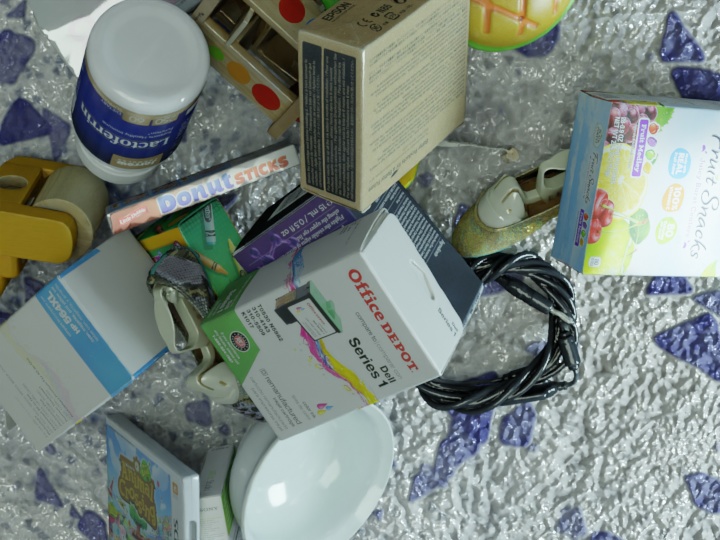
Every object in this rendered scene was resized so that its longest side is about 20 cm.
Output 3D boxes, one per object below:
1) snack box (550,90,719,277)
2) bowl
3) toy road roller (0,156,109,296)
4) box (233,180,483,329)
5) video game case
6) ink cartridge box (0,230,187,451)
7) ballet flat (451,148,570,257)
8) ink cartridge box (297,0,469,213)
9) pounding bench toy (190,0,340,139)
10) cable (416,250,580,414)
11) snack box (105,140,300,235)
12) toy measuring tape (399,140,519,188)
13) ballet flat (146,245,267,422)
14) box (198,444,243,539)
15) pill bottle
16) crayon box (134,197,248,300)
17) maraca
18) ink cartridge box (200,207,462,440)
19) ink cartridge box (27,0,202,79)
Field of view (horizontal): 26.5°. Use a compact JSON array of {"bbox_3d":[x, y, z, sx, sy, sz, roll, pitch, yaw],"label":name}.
[{"bbox_3d":[0.298,-0.083,1.498,0.197,0.068,0.171,0,107,-26],"label":"snack box"},{"bbox_3d":[-0.067,0.204,1.597,0.200,0.090,0.203,-24,130,-33],"label":"bowl"},{"bbox_3d":[-0.362,-0.032,1.562,0.197,0.123,0.148,7,120,2],"label":"toy road roller"},{"bbox_3d":[0.000,0.000,1.509,0.147,0.105,0.200,-34,103,34],"label":"box"},{"bbox_3d":[-0.219,0.267,1.600,0.022,0.199,0.185,-8,107,-30],"label":"video game case"},{"bbox_3d":[-0.289,0.076,1.548,0.199,0.129,0.126,-35,95,35],"label":"ink cartridge box"},{"bbox_3d":[0.176,-0.079,1.541,0.198,0.071,0.071,-23,102,6],"label":"ballet flat"},{"bbox_3d":[0.024,-0.176,1.403,0.074,0.200,0.167,20,129,24],"label":"ink cartridge box"},{"bbox_3d":[-0.055,-0.240,1.432,0.156,0.200,0.125,41,59,-8],"label":"pounding bench toy"},{"bbox_3d":[0.129,0.065,1.592,0.197,0.051,0.166,-7,104,5],"label":"cable"},{"bbox_3d":[-0.159,-0.085,1.533,0.198,0.072,0.025,-21,102,-7],"label":"snack box"},{"bbox_3d":[0.060,-0.103,1.546,0.197,0.074,0.075,7,105,-7],"label":"toy measuring tape"},{"bbox_3d":[-0.154,0.076,1.494,0.071,0.072,0.202,-24,106,9],"label":"ballet flat"},{"bbox_3d":[-0.138,0.305,1.620,0.036,0.144,0.203,-7,104,3],"label":"box"},{"bbox_3d":[-0.217,-0.165,1.468,0.114,0.200,0.117,6,69,-15],"label":"pill bottle"},{"bbox_3d":[-0.143,0.034,1.560,0.058,0.118,0.202,-36,103,-32],"label":"crayon box"},{"bbox_3d":[0.160,-0.299,1.470,0.199,0.107,0.138,-39,110,1],"label":"maraca"},{"bbox_3d":[-0.026,0.053,1.434,0.198,0.084,0.146,-25,108,31],"label":"ink cartridge box"},{"bbox_3d":[-0.267,-0.310,1.518,0.162,0.057,0.201,-34,105,11],"label":"ink cartridge box"}]
